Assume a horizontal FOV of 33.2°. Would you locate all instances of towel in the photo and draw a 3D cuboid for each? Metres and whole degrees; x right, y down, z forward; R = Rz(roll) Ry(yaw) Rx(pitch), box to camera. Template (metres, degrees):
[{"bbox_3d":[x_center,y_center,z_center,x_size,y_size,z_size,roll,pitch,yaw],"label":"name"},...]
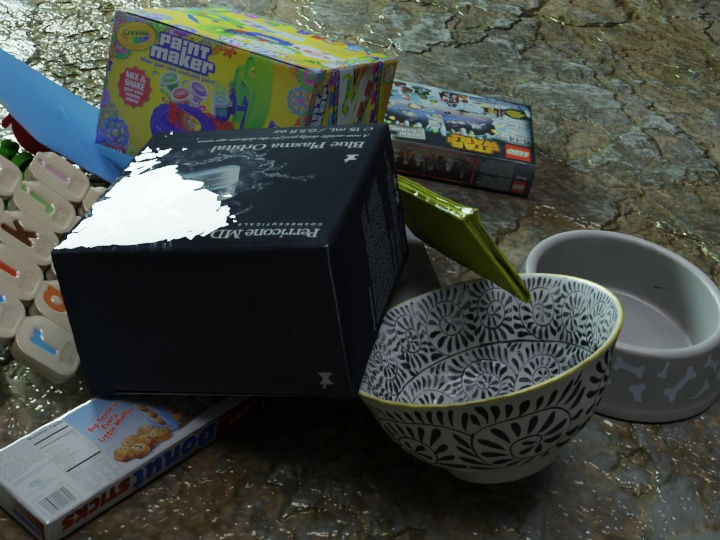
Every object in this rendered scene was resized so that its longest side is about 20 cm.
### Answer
[{"bbox_3d":[0.064,-0.034,0.924,0.018,0.086,0.200,-43,25,-5],"label":"towel"}]

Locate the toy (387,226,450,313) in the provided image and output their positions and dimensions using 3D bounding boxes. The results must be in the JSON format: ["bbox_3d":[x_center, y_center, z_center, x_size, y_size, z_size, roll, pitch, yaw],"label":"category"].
[{"bbox_3d":[0.000,0.000,1.010,0.113,0.048,0.201,1,30,-8],"label":"toy"}]

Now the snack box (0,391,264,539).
[{"bbox_3d":[-0.156,0.110,0.821,0.071,0.025,0.199,30,38,27],"label":"snack box"}]

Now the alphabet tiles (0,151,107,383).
[{"bbox_3d":[-0.230,-0.008,0.904,0.194,0.015,0.201,35,35,-19],"label":"alphabet tiles"}]

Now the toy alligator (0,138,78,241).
[{"bbox_3d":[-0.286,-0.079,0.992,0.200,0.054,0.059,45,8,16],"label":"toy alligator"}]

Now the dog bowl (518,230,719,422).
[{"bbox_3d":[0.216,0.038,1.007,0.196,0.059,0.201,7,34,-5],"label":"dog bowl"}]

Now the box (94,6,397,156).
[{"bbox_3d":[-0.099,-0.155,1.093,0.197,0.124,0.192,20,18,18],"label":"box"}]

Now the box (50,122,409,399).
[{"bbox_3d":[-0.081,-0.012,0.860,0.193,0.119,0.201,-1,30,15],"label":"box"}]

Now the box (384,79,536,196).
[{"bbox_3d":[0.080,-0.144,1.250,0.196,0.040,0.138,10,35,-2],"label":"box"}]

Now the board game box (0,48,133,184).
[{"bbox_3d":[-0.267,-0.116,1.059,0.199,0.039,0.159,32,18,-47],"label":"board game box"}]

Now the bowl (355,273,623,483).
[{"bbox_3d":[0.091,0.085,0.843,0.197,0.096,0.201,-12,19,4],"label":"bowl"}]
